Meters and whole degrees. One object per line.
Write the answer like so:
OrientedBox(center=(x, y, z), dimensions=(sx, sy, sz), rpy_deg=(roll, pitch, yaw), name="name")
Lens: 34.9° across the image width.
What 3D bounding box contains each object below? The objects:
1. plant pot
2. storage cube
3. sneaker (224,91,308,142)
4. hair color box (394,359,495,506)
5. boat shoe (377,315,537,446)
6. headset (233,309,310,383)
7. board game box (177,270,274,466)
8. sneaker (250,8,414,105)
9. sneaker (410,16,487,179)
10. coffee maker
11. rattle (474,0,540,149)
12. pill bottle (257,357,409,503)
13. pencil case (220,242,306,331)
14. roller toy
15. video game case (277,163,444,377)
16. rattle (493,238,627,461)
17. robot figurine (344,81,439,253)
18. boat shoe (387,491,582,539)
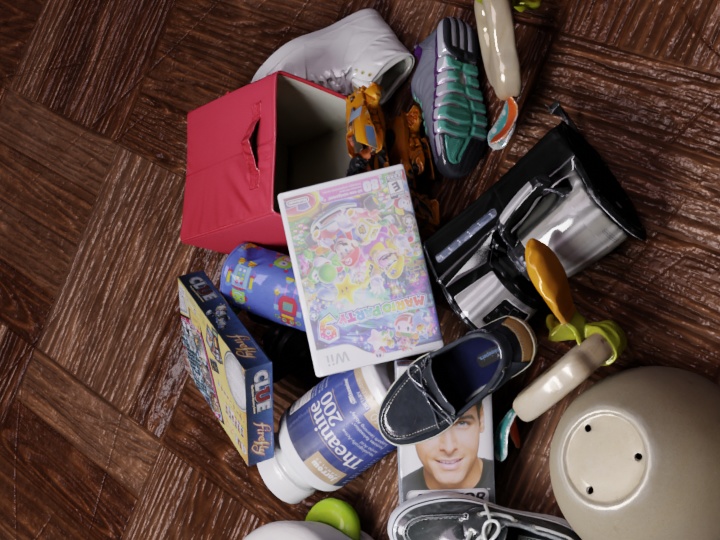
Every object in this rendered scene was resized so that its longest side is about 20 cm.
OrientedBox(center=(0.256, 0.182, 1.072), dimensions=(0.198, 0.134, 0.203), rpy_deg=(-10, 72, 35), name="plant pot")
OrientedBox(center=(-0.096, -0.114, 1.380), dimensions=(0.179, 0.199, 0.173), rpy_deg=(-14, 70, 44), name="storage cube")
OrientedBox(center=(-0.116, -0.219, 1.507), dimensions=(0.198, 0.077, 0.086), rpy_deg=(-1, 68, 35), name="sneaker")
OrientedBox(center=(0.087, 0.194, 1.188), dimensions=(0.098, 0.061, 0.203), rpy_deg=(-2, 92, 1), name="hair color box")
OrientedBox(center=(0.081, 0.109, 1.095), dimensions=(0.199, 0.062, 0.075), rpy_deg=(-38, 76, 34), name="boat shoe")
OrientedBox(center=(-0.103, 0.058, 1.407), dimensions=(0.199, 0.094, 0.124), rpy_deg=(-33, 59, 7), name="headset")
OrientedBox(center=(-0.156, 0.109, 1.317), dimensions=(0.200, 0.034, 0.137), rpy_deg=(47, 143, 47), name="board game box")
OrientedBox(center=(-0.031, -0.236, 1.402), dimensions=(0.199, 0.074, 0.116), rpy_deg=(-32, 56, -9), name="sneaker")
OrientedBox(center=(0.097, -0.192, 1.349), dimensions=(0.087, 0.074, 0.202), rpy_deg=(-24, 56, 51), name="sneaker")
OrientedBox(center=(0.178, -0.044, 1.213), dimensions=(0.200, 0.135, 0.193), rpy_deg=(-40, 19, 22), name="coffee maker")
OrientedBox(center=(0.195, -0.239, 1.268), dimensions=(0.130, 0.141, 0.202), rpy_deg=(115, 148, -62), name="rattle")
OrientedBox(center=(-0.023, 0.179, 1.302), dimensions=(0.200, 0.110, 0.112), rpy_deg=(-39, 58, 23), name="pill bottle")
OrientedBox(center=(-0.063, 0.026, 1.316), dimensions=(0.198, 0.087, 0.079), rpy_deg=(15, 123, 25), name="pencil case")
OrientedBox(center=(-0.060, 0.372, 1.261), dimensions=(0.182, 0.139, 0.201), rpy_deg=(-42, 57, 22), name="roller toy")
OrientedBox(center=(0.000, 0.000, 1.230), dimensions=(0.141, 0.018, 0.203), rpy_deg=(-13, 85, 4), name="video game case")
OrientedBox(center=(0.159, 0.087, 1.145), dimensions=(0.131, 0.142, 0.200), rpy_deg=(-54, 3, -34), name="rattle")
OrientedBox(center=(0.038, -0.113, 1.316), dimensions=(0.058, 0.144, 0.202), rpy_deg=(-35, 49, 35), name="robot figurine")
OrientedBox(center=(0.125, 0.269, 1.127), dimensions=(0.197, 0.068, 0.075), rpy_deg=(13, 93, 1), name="boat shoe")
